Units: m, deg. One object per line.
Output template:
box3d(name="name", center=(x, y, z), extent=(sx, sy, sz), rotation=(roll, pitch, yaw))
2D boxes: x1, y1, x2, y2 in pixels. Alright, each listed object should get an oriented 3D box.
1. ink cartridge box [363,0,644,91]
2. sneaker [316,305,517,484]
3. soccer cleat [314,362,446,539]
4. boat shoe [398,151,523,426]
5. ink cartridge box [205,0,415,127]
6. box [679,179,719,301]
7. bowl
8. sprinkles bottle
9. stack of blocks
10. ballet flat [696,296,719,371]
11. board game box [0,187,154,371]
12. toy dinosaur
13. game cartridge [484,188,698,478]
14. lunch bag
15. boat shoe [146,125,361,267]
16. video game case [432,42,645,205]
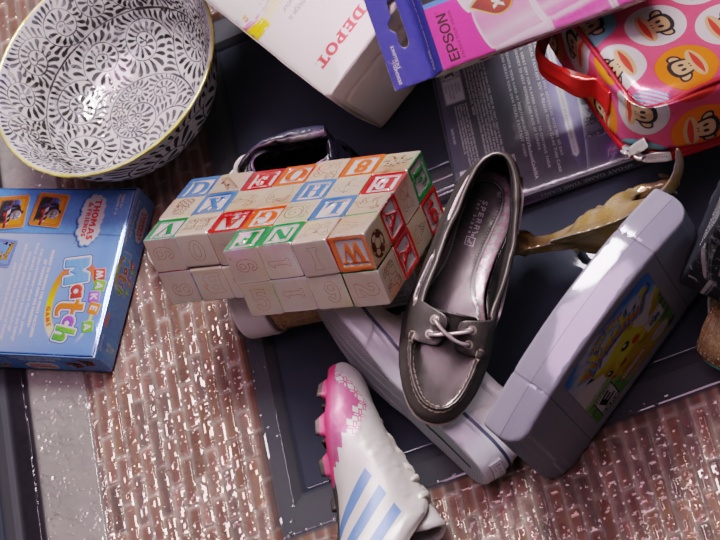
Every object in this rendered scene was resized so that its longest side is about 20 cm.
box3d(name="ink cartridge box", center=(0.096, -0.203, 1.510), extent=(0.200, 0.037, 0.095), rotation=(-19, 90, 19))
box3d(name="sneaker", center=(0.047, 0.065, 1.537), extent=(0.071, 0.073, 0.200), rotation=(-41, 75, -16))
box3d(name="soccer cleat", center=(0.016, 0.159, 1.518), extent=(0.086, 0.070, 0.200), rotation=(-7, 65, 6))
box3d(name="boat shoe", center=(0.070, 0.008, 1.489), extent=(0.067, 0.057, 0.200), rotation=(15, 70, 5))
box3d(name="ink cartridge box", center=(-0.030, -0.233, 1.647), extent=(0.200, 0.145, 0.147), rotation=(41, 97, 18))
box3d(name="box", center=(0.329, -0.028, 1.347), extent=(0.200, 0.197, 0.124), rotation=(24, 77, 5))
box3d(name="bowl", center=(-0.190, -0.145, 1.745), extent=(0.200, 0.094, 0.201), rotation=(-11, 60, 20))
box3d(name="sprinkles bottle", center=(0.000, 0.000, 1.599), extent=(0.200, 0.068, 0.068), rotation=(-12, 60, 18))
box3d(name="stack of blocks", center=(-0.054, -0.023, 1.540), extent=(0.200, 0.059, 0.115), rotation=(-5, 31, 29))
box3d(name="ballet flat", center=(0.282, -0.018, 1.484), extent=(0.065, 0.071, 0.200), rotation=(6, 62, 45))
box3d(name="board game box", center=(-0.278, 0.005, 1.742), extent=(0.200, 0.037, 0.152), rotation=(1, 65, 26))
box3d(name="toy dinosaur", center=(0.185, -0.035, 1.505), extent=(0.200, 0.101, 0.058), rotation=(-23, 81, 48))
box3d(name="game cartridge", center=(0.165, 0.045, 1.454), extent=(0.040, 0.133, 0.200), rotation=(34, 86, 30))
box3d(name="lunch bag", center=(0.213, -0.170, 1.536), extent=(0.176, 0.082, 0.200), rotation=(-20, 48, -8))
box3d(name="boat shoe", center=(-0.090, -0.058, 1.655), extent=(0.200, 0.093, 0.075), rotation=(-19, 58, 14))
box3d(name="video game case", center=(0.159, -0.128, 1.623), extent=(0.200, 0.019, 0.143), rotation=(-18, 59, 13))
